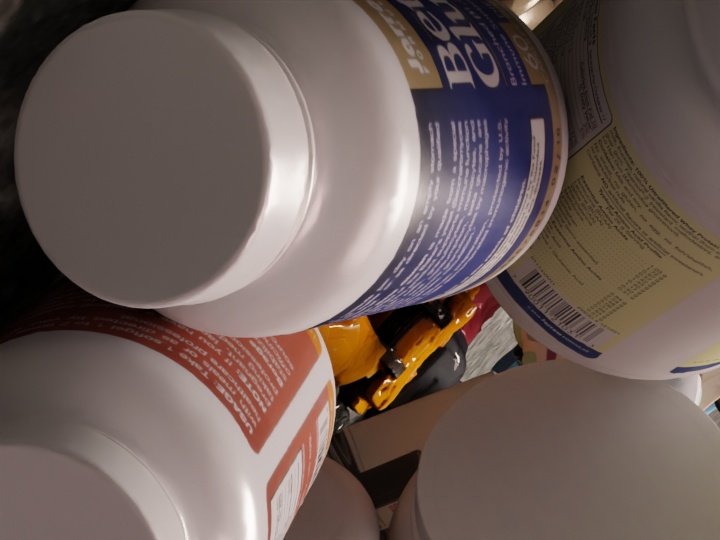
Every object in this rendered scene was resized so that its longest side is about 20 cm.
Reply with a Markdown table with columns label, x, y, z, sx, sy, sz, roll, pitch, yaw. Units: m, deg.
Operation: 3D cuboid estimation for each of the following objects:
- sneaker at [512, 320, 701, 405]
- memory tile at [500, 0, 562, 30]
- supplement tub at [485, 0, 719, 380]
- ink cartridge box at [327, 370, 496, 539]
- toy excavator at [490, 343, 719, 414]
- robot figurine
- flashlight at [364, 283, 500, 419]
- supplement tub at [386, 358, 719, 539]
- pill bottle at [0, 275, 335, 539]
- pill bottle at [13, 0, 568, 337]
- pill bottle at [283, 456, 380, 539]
| label | x | y | z | sx | sy | sz | roll | pitch | yaw |
| --- | --- | --- | --- | --- | --- | --- | --- | --- | --- |
| sneaker | 0.109 | -0.034 | 1.067 | 0.078 | 0.200 | 0.140 | 1 | 135 | -17 |
| memory tile | 0.101 | -0.158 | 0.990 | 0.153 | 0.017 | 0.200 | -41 | 163 | -24 |
| supplement tub | 0.131 | -0.054 | 0.889 | 0.145 | 0.145 | 0.200 | -39 | 178 | -28 |
| ink cartridge box | -0.016 | 0.139 | 1.159 | 0.200 | 0.084 | 0.144 | -20 | 157 | -14 |
| toy excavator | 0.100 | 0.060 | 1.262 | 0.194 | 0.100 | 0.200 | -38 | -169 | -6 |
| robot figurine | 0.000 | 0.000 | 1.027 | 0.145 | 0.058 | 0.200 | -46 | 164 | -6 |
| flashlight | 0.075 | -0.005 | 1.195 | 0.200 | 0.068 | 0.068 | -43 | 163 | -17 |
| supplement tub | 0.080 | 0.143 | 1.014 | 0.144 | 0.144 | 0.200 | -39 | 150 | -28 |
| pill bottle | -0.077 | 0.063 | 0.786 | 0.112 | 0.112 | 0.200 | -52 | -179 | 16 |
| pill bottle | -0.019 | -0.038 | 0.785 | 0.111 | 0.111 | 0.200 | -53 | 164 | 19 |
| pill bottle | -0.047 | 0.176 | 1.005 | 0.116 | 0.116 | 0.200 | -33 | 131 | -42 |
